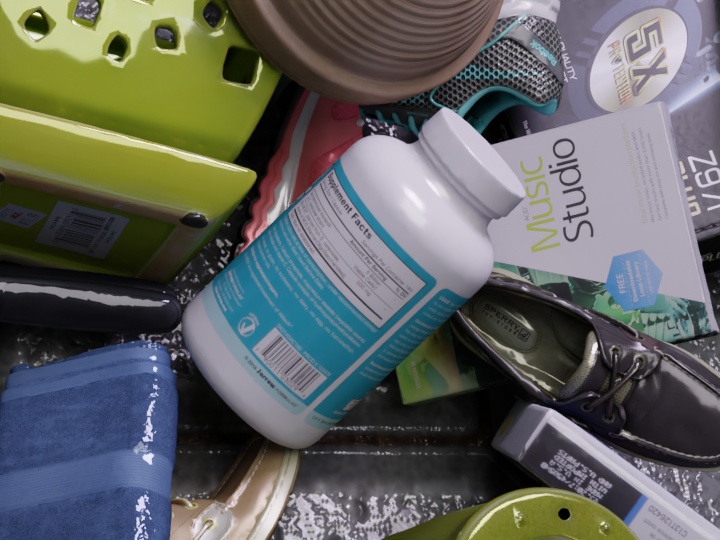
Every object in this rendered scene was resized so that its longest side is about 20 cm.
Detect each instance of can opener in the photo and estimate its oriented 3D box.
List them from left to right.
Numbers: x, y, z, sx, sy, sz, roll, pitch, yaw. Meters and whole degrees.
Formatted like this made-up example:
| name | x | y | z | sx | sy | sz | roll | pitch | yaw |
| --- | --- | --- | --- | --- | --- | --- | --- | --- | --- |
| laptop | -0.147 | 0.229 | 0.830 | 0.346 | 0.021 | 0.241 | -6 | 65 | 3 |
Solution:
| name | x | y | z | sx | sy | sz | roll | pitch | yaw |
| --- | --- | --- | --- | --- | --- | --- | --- | --- | --- |
| can opener | -0.202 | 0.017 | 1.453 | 0.198 | 0.079 | 0.063 | -1 | 21 | -16 |

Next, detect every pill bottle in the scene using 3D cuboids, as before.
| name | x | y | z | sx | sy | sz | roll | pitch | yaw |
| --- | --- | --- | --- | --- | --- | --- | --- | --- | --- |
| pill bottle | 0.000 | 0.000 | 1.435 | 0.200 | 0.111 | 0.111 | -43 | 83 | 12 |

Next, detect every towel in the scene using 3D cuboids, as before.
| name | x | y | z | sx | sy | sz | roll | pitch | yaw |
| --- | --- | --- | --- | --- | --- | --- | --- | --- | --- |
| towel | -0.156 | 0.136 | 1.395 | 0.111 | 0.049 | 0.201 | -12 | 51 | 17 |

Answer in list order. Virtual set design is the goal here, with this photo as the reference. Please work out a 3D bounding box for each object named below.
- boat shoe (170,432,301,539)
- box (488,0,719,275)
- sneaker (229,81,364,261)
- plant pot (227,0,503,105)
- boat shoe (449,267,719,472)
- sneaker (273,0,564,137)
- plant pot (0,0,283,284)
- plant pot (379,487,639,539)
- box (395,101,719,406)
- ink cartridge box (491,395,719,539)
| name | x | y | z | sx | sy | sz | roll | pitch | yaw |
| --- | --- | --- | --- | --- | --- | --- | --- | --- | --- |
| boat shoe | -0.102 | 0.164 | 1.425 | 0.066 | 0.074 | 0.201 | 36 | 58 | -7 |
| box | 0.173 | -0.092 | 1.616 | 0.163 | 0.086 | 0.201 | -17 | 72 | -5 |
| sneaker | -0.019 | -0.050 | 1.529 | 0.086 | 0.074 | 0.202 | 20 | 92 | -6 |
| plant pot | 0.019 | -0.201 | 1.414 | 0.200 | 0.092 | 0.203 | 6 | 79 | -33 |
| boat shoe | 0.134 | 0.060 | 1.465 | 0.200 | 0.066 | 0.072 | 29 | 98 | 15 |
| sneaker | 0.038 | -0.113 | 1.564 | 0.077 | 0.199 | 0.092 | 15 | 60 | -65 |
| plant pot | -0.154 | -0.102 | 1.467 | 0.198 | 0.200 | 0.183 | 14 | 67 | -16 |
| plant pot | 0.077 | 0.213 | 1.399 | 0.199 | 0.193 | 0.202 | 9 | 63 | -17 |
| box | 0.106 | -0.009 | 1.529 | 0.199 | 0.036 | 0.146 | -15 | 81 | 15 |
| ink cartridge box | 0.169 | 0.149 | 1.485 | 0.197 | 0.200 | 0.047 | 35 | 86 | -1 |
